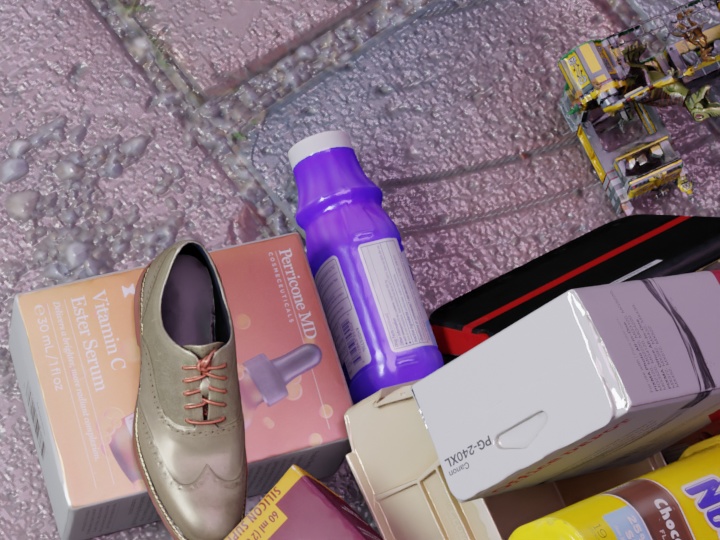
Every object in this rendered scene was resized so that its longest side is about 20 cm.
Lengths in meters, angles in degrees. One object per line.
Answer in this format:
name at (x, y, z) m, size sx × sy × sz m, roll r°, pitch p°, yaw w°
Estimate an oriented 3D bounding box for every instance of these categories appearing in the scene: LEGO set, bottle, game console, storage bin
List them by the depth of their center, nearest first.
storage bin at (0.112, 0.152, 1.399) m, size 0.200 × 0.094 × 0.199 m, roll -11°, pitch 73°, yaw -49°
game console at (0.155, 0.012, 1.470) m, size 0.200 × 0.177 × 0.031 m, roll -27°, pitch 103°, yaw -19°
bottle at (0.000, 0.000, 1.490) m, size 0.065 × 0.084 × 0.200 m, roll -14°, pitch 73°, yaw -15°
LEGO set at (0.241, -0.121, 1.549) m, size 0.200 × 0.154 × 0.116 m, roll -22°, pitch 76°, yaw -14°

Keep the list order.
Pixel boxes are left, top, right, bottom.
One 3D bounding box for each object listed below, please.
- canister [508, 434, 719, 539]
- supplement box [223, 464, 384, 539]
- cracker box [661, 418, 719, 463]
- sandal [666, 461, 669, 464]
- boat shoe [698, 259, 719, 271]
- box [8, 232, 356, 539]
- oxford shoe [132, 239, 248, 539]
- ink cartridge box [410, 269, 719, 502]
canister at (0.195, 0.193, 1.300) m, size 0.200 × 0.087 × 0.149 m, roll -16°, pitch 82°, yaw -42°
supplement box at (-0.001, 0.230, 1.291) m, size 0.110 × 0.086 × 0.200 m, roll -47°, pitch 62°, yaw -1°
cracker box at (0.304, 0.146, 1.442) m, size 0.200 × 0.134 × 0.058 m, roll 41°, pitch 66°, yaw -13°
sandal at (0.312, 0.103, 1.533) m, size 0.200 × 0.048 × 0.075 m, roll -23°, pitch 76°, yaw -17°
boat shoe at (0.235, 0.025, 1.509) m, size 0.060 × 0.072 × 0.202 m, roll 44°, pitch 39°, yaw 23°
box at (-0.121, 0.079, 1.424) m, size 0.200 × 0.106 × 0.152 m, roll -14°, pitch 73°, yaw -15°
oxford shoe at (-0.108, 0.077, 1.328) m, size 0.070 × 0.075 × 0.200 m, roll -7°, pitch 75°, yaw -16°
ink cartridge box at (0.152, 0.069, 1.308) m, size 0.200 × 0.145 × 0.083 m, roll -5°, pitch 67°, yaw -49°
